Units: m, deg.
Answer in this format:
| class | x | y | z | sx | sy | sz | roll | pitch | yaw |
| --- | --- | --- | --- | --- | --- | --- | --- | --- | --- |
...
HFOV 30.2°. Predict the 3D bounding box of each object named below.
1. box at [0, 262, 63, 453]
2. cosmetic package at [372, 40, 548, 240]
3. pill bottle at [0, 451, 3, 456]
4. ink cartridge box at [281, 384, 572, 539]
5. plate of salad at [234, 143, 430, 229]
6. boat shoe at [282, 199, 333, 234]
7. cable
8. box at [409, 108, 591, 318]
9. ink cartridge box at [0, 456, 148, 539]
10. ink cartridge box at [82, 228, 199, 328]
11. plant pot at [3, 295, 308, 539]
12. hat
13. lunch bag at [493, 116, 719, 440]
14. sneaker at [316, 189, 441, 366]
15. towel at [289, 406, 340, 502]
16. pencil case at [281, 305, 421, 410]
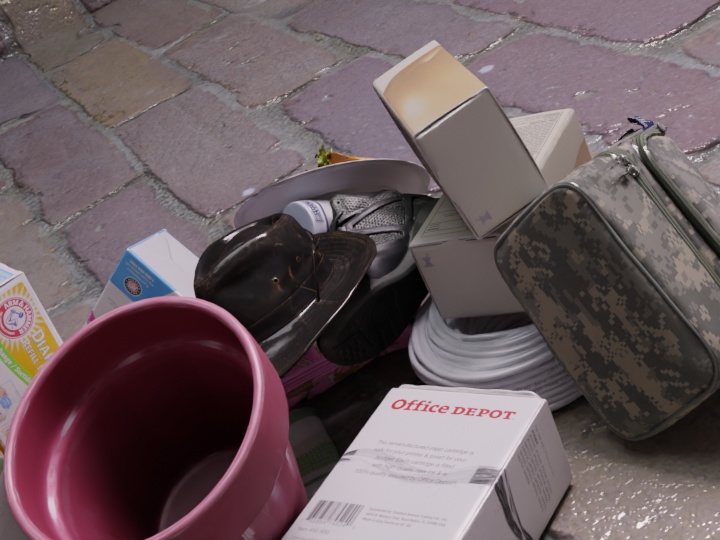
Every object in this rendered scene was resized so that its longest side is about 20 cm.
| class | x | y | z | sx | sy | sz | roll | pitch | yaw |
| --- | --- | --- | --- | --- | --- | --- | --- | --- | --- |
| box | -0.345 | 0.100 | 1.301 | 0.101 | 0.202 | 0.112 | -38 | 29 | -26 |
| cosmetic package | 0.078 | -0.112 | 1.094 | 0.071 | 0.106 | 0.200 | -34 | 23 | 4 |
| pill bottle | -0.400 | 0.239 | 1.203 | 0.198 | 0.107 | 0.106 | -30 | 27 | -11 |
| ink cartridge box | 0.045 | 0.181 | 0.954 | 0.145 | 0.084 | 0.200 | -1 | 36 | 39 |
| plate of salad | -0.029 | -0.075 | 1.306 | 0.197 | 0.049 | 0.200 | -14 | -16 | -4 |
| boat shoe | -0.055 | 0.010 | 1.292 | 0.085 | 0.204 | 0.075 | -11 | 46 | -40 |
| cable | 0.136 | 0.048 | 1.138 | 0.198 | 0.070 | 0.200 | 7 | 41 | 47 |
| box | 0.128 | -0.052 | 1.155 | 0.094 | 0.078 | 0.201 | -6 | 33 | 35 |
| ink cartridge box | -0.260 | 0.217 | 0.972 | 0.048 | 0.199 | 0.147 | 10 | 69 | 46 |
| ink cartridge box | -0.199 | 0.078 | 1.239 | 0.201 | 0.115 | 0.068 | -55 | -9 | 29 |
| plant pot | -0.126 | 0.148 | 0.961 | 0.197 | 0.180 | 0.202 | -11 | 54 | 16 |
| hat | -0.085 | 0.007 | 1.079 | 0.199 | 0.081 | 0.201 | -27 | 26 | 14 |
| lunch bag | 0.222 | -0.004 | 1.005 | 0.167 | 0.201 | 0.140 | -29 | -14 | -39 |
| sneaker | 0.000 | 0.000 | 1.171 | 0.113 | 0.077 | 0.200 | 17 | 52 | 29 |
| towel | -0.081 | 0.192 | 1.102 | 0.148 | 0.031 | 0.200 | -27 | 27 | -3 |
| pencil case | -0.033 | 0.073 | 1.225 | 0.198 | 0.087 | 0.083 | -28 | 63 | -5 |
